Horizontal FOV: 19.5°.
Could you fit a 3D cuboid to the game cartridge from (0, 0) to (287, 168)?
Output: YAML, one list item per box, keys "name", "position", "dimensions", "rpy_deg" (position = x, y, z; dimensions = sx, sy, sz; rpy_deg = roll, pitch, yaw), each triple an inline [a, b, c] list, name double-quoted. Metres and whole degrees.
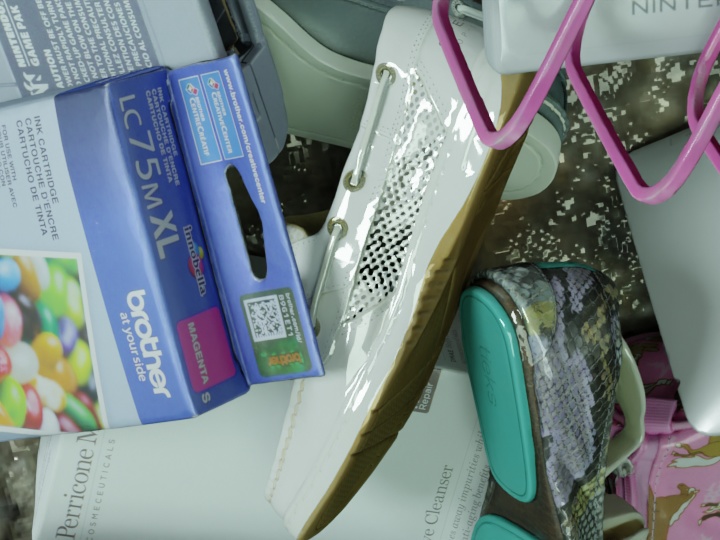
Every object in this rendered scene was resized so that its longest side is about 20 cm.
- name: "game cartridge"
  position: [-0.111, -0.124, 0.728]
  dimensions: [0.133, 0.041, 0.200]
  rpy_deg: [-2, 122, 27]

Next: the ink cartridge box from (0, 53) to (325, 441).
- name: "ink cartridge box"
  position: [-0.114, -0.002, 0.749]
  dimensions: [0.200, 0.042, 0.120]
  rpy_deg: [-9, 99, 33]

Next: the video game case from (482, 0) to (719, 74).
- name: "video game case"
  position: [0.124, -0.165, 0.647]
  dimensions: [0.182, 0.023, 0.200]
  rpy_deg: [-7, 115, -5]

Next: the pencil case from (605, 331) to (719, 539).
- name: "pencil case"
  position: [0.135, 0.125, 0.896]
  dimensions: [0.086, 0.083, 0.200]
  rpy_deg: [-6, 119, -5]

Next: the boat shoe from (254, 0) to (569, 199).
- name: "boat shoe"
  position: [-0.014, -0.091, 0.788]
  dimensions: [0.200, 0.062, 0.073]
  rpy_deg: [22, 149, -5]

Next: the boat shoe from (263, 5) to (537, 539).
- name: "boat shoe"
  position: [0.000, 0.000, 0.754]
  dimensions: [0.069, 0.071, 0.200]
  rpy_deg: [26, 106, 11]

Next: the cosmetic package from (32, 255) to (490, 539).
- name: "cosmetic package"
  position: [-0.025, 0.061, 0.843]
  dimensions: [0.199, 0.081, 0.113]
  rpy_deg: [8, 114, -12]

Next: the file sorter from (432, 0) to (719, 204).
- name: "file sorter"
  position: [0.136, -0.076, 0.605]
  dimensions: [0.200, 0.139, 0.126]
  rpy_deg: [19, 115, -16]

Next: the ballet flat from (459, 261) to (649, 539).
- name: "ballet flat"
  position: [0.078, 0.086, 0.791]
  dimensions: [0.072, 0.072, 0.201]
  rpy_deg: [-5, 117, -4]

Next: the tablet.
- name: "tablet"
  position: [0.200, -0.028, 0.786]
  dimensions: [0.200, 0.130, 0.014]
  rpy_deg: [-24, 147, 19]
